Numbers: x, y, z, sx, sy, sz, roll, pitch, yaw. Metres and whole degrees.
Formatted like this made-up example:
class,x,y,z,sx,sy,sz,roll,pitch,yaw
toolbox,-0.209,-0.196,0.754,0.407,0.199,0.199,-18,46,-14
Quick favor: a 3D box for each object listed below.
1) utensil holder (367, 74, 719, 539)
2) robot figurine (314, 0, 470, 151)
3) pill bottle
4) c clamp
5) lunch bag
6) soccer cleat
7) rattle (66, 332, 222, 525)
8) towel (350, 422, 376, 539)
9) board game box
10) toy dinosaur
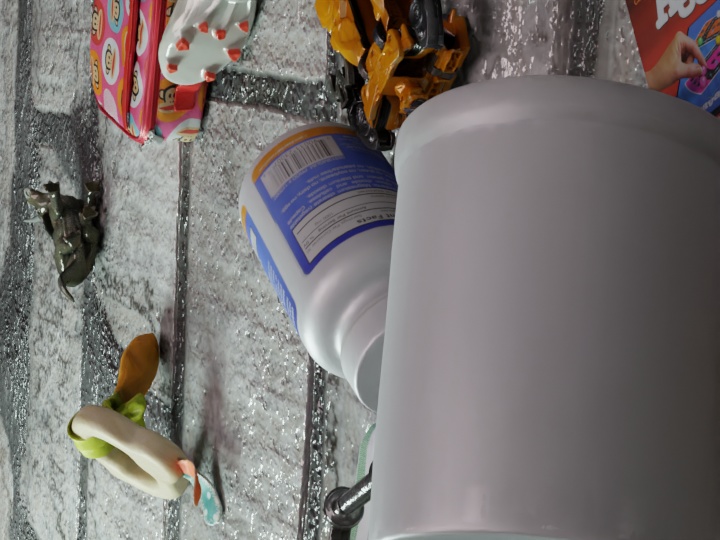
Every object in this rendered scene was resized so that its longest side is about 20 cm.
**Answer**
class,x,y,z,sx,sy,sz,roll,pitch,yaw
utensil holder,0.090,0.039,0.742,0.170,0.168,0.202,144,136,-60
robot figurine,0.018,-0.179,1.073,0.146,0.058,0.201,118,143,-46
pill bottle,0.000,0.000,1.055,0.201,0.111,0.113,-121,39,-46
c clamp,0.004,0.156,0.981,0.200,0.027,0.173,120,154,-63
lunch bag,-0.183,-0.220,1.487,0.176,0.081,0.202,42,130,52
soccer cleat,-0.116,-0.240,1.358,0.201,0.069,0.078,-56,37,40
rattle,-0.172,0.147,1.526,0.199,0.143,0.131,0,124,50
towel,0.011,0.179,1.041,0.200,0.030,0.151,-173,91,-84
board game box,0.191,-0.138,0.749,0.200,0.019,0.104,134,131,-57
toy dinosaur,-0.318,-0.035,1.807,0.103,0.076,0.201,101,150,-49
